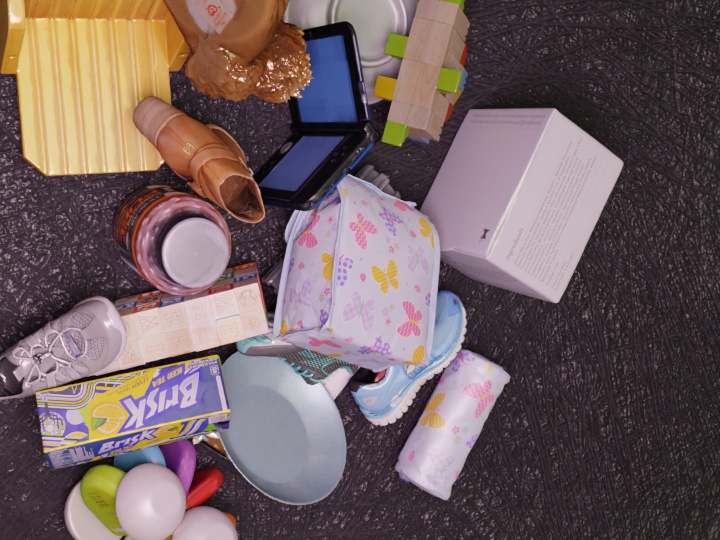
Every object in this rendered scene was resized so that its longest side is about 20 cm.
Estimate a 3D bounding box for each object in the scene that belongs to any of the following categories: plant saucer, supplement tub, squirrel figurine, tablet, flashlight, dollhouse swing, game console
[{"bbox_3d":[-0.104,0.190,1.197,0.199,0.039,0.203,30,41,-29],"label":"plant saucer"},{"bbox_3d":[-0.202,-0.034,1.082,0.105,0.199,0.109,-4,100,-24],"label":"supplement tub"},{"bbox_3d":[-0.108,-0.277,1.039,0.187,0.139,0.203,-48,148,-54],"label":"squirrel figurine"},{"bbox_3d":[-0.060,0.107,1.279,0.130,0.014,0.201,44,77,-24],"label":"tablet"},{"bbox_3d":[-0.039,-0.042,1.242,0.200,0.068,0.068,-45,150,-9],"label":"flashlight"},{"bbox_3d":[-0.270,-0.211,1.050,0.197,0.181,0.179,-5,80,-26],"label":"dollhouse swing"},{"bbox_3d":[-0.074,-0.171,1.124,0.171,0.199,0.119,-48,115,-14],"label":"game console"},{"bbox_3d":[0.002,-0.305,1.227,0.197,0.050,0.204,-4,99,-25],"label":"plant saucer"}]

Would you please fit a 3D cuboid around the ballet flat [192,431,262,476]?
[{"bbox_3d":[-0.158,0.204,1.215,0.199,0.073,0.074,40,80,-26],"label":"ballet flat"}]

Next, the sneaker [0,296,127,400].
[{"bbox_3d":[-0.324,0.095,1.046,0.075,0.199,0.082,58,29,-1],"label":"sneaker"}]

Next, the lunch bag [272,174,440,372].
[{"bbox_3d":[0.000,0.000,1.158,0.168,0.126,0.204,21,69,-38],"label":"lunch bag"}]

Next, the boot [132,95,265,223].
[{"bbox_3d":[-0.150,-0.102,1.092,0.074,0.154,0.199,-53,152,6],"label":"boot"}]

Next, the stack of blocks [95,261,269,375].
[{"bbox_3d":[-0.207,0.052,1.140,0.197,0.115,0.060,-14,104,-5],"label":"stack of blocks"}]

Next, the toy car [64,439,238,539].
[{"bbox_3d":[-0.226,0.267,1.151,0.200,0.174,0.151,45,49,-24],"label":"toy car"}]

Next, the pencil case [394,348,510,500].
[{"bbox_3d":[0.126,0.207,1.347,0.090,0.083,0.202,31,84,-32],"label":"pencil case"}]

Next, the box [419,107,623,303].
[{"bbox_3d":[0.192,-0.088,1.269,0.130,0.198,0.202,29,85,-27],"label":"box"}]

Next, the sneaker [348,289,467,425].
[{"bbox_3d":[0.061,0.103,1.297,0.201,0.078,0.090,-51,122,-11],"label":"sneaker"}]

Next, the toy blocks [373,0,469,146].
[{"bbox_3d":[0.092,-0.242,1.243,0.098,0.136,0.203,16,92,17],"label":"toy blocks"}]

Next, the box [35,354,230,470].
[{"bbox_3d":[-0.242,0.152,1.078,0.197,0.065,0.071,-11,65,-15],"label":"box"}]

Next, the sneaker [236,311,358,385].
[{"bbox_3d":[-0.064,0.099,1.216,0.198,0.077,0.093,-2,110,-38],"label":"sneaker"}]
